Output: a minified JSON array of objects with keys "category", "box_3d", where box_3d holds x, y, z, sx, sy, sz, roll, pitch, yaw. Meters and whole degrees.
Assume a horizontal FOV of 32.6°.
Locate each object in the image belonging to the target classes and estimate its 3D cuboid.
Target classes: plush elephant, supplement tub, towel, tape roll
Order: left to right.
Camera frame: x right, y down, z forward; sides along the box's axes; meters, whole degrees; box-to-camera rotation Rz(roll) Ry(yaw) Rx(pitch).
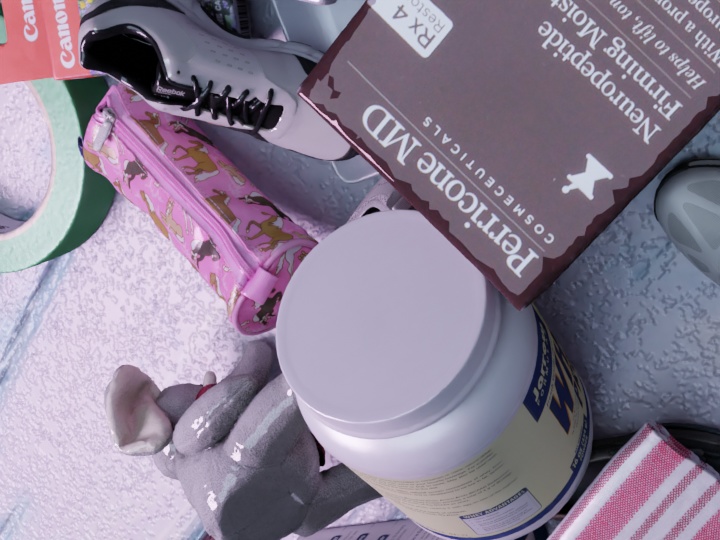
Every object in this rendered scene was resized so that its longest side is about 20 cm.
[{"category":"tape roll","box_3d":[-0.279,-0.101,0.948,0.198,0.048,0.204,8,107,25]},{"category":"plush elephant","box_3d":[-0.088,0.118,0.870,0.200,0.165,0.155,-42,43,-2]},{"category":"supplement tub","box_3d":[0.047,0.067,0.724,0.143,0.200,0.147,-11,59,20]},{"category":"towel","box_3d":[0.208,0.203,0.756,0.199,0.030,0.147,37,107,1]}]

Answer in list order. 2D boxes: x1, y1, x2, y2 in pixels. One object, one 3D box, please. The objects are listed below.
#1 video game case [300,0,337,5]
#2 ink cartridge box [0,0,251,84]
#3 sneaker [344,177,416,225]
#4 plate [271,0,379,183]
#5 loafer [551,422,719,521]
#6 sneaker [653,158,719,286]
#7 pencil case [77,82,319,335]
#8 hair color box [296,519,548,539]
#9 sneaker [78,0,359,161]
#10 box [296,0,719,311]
[{"category":"video game case","box_3d":[-0.090,-0.269,0.734,0.198,0.023,0.184,18,112,24]},{"category":"ink cartridge box","box_3d":[-0.179,-0.188,0.840,0.197,0.050,0.111,-6,101,8]},{"category":"sneaker","box_3d":[0.000,0.000,0.807,0.074,0.082,0.201,36,133,12]},{"category":"plate","box_3d":[0.038,-0.179,0.778,0.198,0.032,0.202,-18,97,29]},{"category":"loafer","box_3d":[0.160,0.141,0.790,0.197,0.063,0.073,-3,104,27]},{"category":"sneaker","box_3d":[0.244,0.010,0.682,0.199,0.115,0.076,35,117,14]},{"category":"pencil case","box_3d":[-0.108,-0.045,0.833,0.200,0.086,0.083,45,136,24]},{"category":"hair color box","box_3d":[0.028,0.221,0.857,0.198,0.100,0.061,-13,100,29]},{"category":"sneaker","box_3d":[-0.088,-0.115,0.776,0.198,0.080,0.074,24,128,-2]},{"category":"box","box_3d":[0.107,-0.121,0.650,0.166,0.164,0.200,43,112,4]}]
